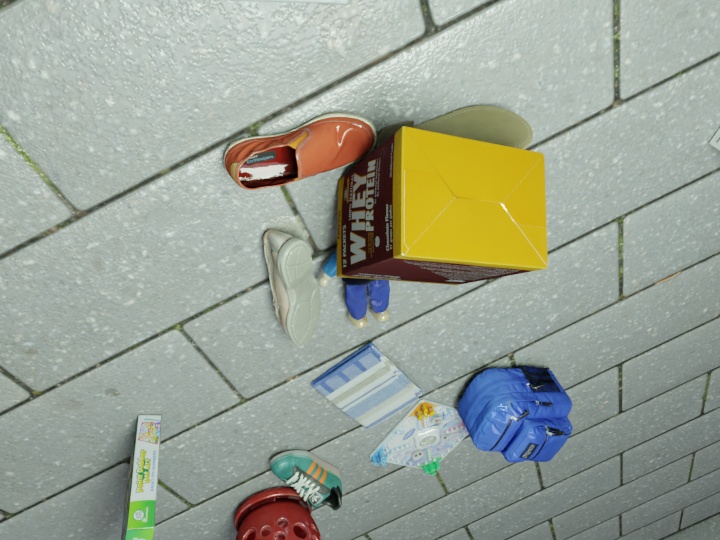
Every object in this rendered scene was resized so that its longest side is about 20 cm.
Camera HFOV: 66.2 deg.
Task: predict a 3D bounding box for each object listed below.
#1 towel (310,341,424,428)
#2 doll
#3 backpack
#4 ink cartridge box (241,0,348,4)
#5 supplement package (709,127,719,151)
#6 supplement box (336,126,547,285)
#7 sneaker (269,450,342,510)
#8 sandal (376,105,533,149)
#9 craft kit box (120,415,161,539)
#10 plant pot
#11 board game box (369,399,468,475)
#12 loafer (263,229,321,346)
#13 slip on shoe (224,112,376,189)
[{"bbox_3d":[0.017,0.221,1.039,0.145,0.024,0.200,-34,129,13],"label":"towel"},{"bbox_3d":[0.000,0.000,0.831,0.132,0.049,0.204,-15,132,-9],"label":"doll"},{"bbox_3d":[0.307,0.285,1.100,0.194,0.169,0.166,10,119,-21],"label":"backpack"},{"bbox_3d":[-0.095,-0.359,0.505,0.192,0.041,0.205,-6,130,-15],"label":"ink cartridge box"},{"bbox_3d":[0.673,-0.241,0.829,0.151,0.112,0.204,6,127,-24],"label":"supplement package"},{"bbox_3d":[0.091,-0.064,0.687,0.191,0.138,0.199,4,172,-22],"label":"supplement box"},{"bbox_3d":[-0.103,0.433,1.130,0.071,0.081,0.198,-40,130,17],"label":"sneaker"},{"bbox_3d":[0.120,-0.163,0.741,0.204,0.080,0.070,-8,158,-5],"label":"sandal"},{"bbox_3d":[-0.369,0.388,0.920,0.047,0.200,0.204,6,126,-24],"label":"craft kit box"},{"bbox_3d":[-0.174,0.575,1.154,0.193,0.185,0.205,-10,132,-11],"label":"plant pot"},{"bbox_3d":[0.148,0.373,1.209,0.196,0.026,0.202,21,118,-32],"label":"board game box"},{"bbox_3d":[-0.102,0.024,0.818,0.071,0.062,0.204,-38,144,-32],"label":"loafer"},{"bbox_3d":[-0.070,-0.142,0.681,0.193,0.062,0.076,-14,130,-10],"label":"slip on shoe"}]
